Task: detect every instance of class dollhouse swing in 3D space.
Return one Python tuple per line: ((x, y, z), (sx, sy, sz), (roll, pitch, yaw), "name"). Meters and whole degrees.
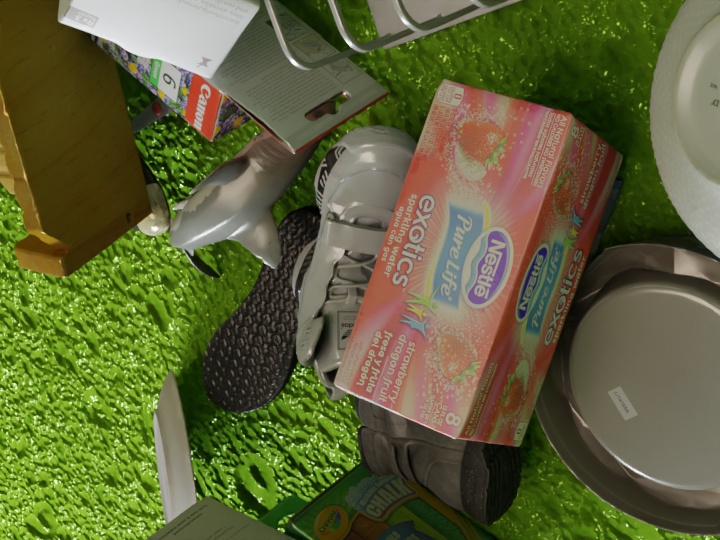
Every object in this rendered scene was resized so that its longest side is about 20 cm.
((-0.277, -0.117, 0.953), (0.174, 0.182, 0.202), (-1, 114, 23), "dollhouse swing")

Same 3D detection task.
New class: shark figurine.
((-0.098, -0.034, 0.965), (0.090, 0.128, 0.214), (49, 133, -4), "shark figurine")

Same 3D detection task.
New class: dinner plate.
((-0.160, 0.188, 1.095), (0.200, 0.024, 0.202), (172, 90, -76), "dinner plate")

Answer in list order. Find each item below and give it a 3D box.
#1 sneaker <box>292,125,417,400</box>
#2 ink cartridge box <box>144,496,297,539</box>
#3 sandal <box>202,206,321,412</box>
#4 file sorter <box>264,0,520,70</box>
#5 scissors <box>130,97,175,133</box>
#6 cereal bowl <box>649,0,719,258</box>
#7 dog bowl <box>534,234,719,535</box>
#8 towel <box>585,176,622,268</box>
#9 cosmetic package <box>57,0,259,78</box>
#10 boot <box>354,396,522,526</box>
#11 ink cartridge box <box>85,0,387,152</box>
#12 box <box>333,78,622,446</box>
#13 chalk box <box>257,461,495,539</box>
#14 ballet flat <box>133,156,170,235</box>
((0.000, 0.000, 0.873), (0.201, 0.074, 0.116), (112, 158, -48), "sneaker")
((-0.066, 0.279, 0.938), (0.199, 0.085, 0.149), (18, 120, 30), "ink cartridge box")
((-0.063, 0.038, 1.024), (0.075, 0.048, 0.201), (41, 117, 17), "sandal")
((0.041, -0.219, 0.770), (0.199, 0.124, 0.140), (-12, 103, 40), "file sorter")
((-0.156, -0.133, 1.034), (0.073, 0.014, 0.200), (52, 130, 5), "scissors")
((0.227, -0.088, 0.662), (0.199, 0.083, 0.202), (5, 96, 56), "cereal bowl")
((0.208, 0.068, 0.812), (0.199, 0.059, 0.202), (16, 118, 32), "dog bowl")
((0.090, -0.012, 0.891), (0.146, 0.024, 0.201), (33, 126, 21), "towel")
((-0.131, -0.239, 0.835), (0.081, 0.112, 0.201), (-45, 41, 42), "cosmetic package")
((0.052, 0.079, 0.902), (0.131, 0.070, 0.202), (20, 115, 33), "boot")
((-0.090, -0.149, 0.898), (0.200, 0.109, 0.051), (40, 139, 16), "ink cartridge box")
((0.075, -0.002, 0.777), (0.094, 0.102, 0.202), (20, 90, 31), "box")
((0.005, 0.242, 1.005), (0.199, 0.124, 0.125), (34, 127, 20), "chalk box")
((-0.229, -0.080, 1.068), (0.199, 0.057, 0.067), (33, 129, 34), "ballet flat")
